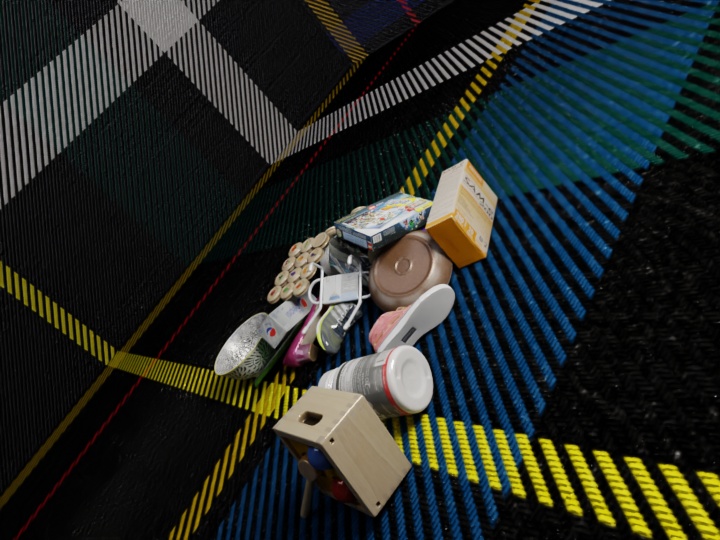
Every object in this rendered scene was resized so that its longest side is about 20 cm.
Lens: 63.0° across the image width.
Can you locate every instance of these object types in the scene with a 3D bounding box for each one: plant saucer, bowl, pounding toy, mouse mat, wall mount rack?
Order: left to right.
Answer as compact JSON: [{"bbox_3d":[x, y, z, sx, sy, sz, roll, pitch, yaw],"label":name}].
[{"bbox_3d":[-0.285,0.219,1.558,0.200,0.094,0.202,-36,26,20],"label":"bowl"},{"bbox_3d":[-0.204,0.209,1.463,0.201,0.007,0.161,-54,-3,-17],"label":"mouse mat"},{"bbox_3d":[-0.049,0.309,0.953,0.142,0.185,0.199,-44,20,-30],"label":"pounding toy"},{"bbox_3d":[-0.061,0.061,1.343,0.198,0.074,0.176,-10,69,32],"label":"wall mount rack"},{"bbox_3d":[0.097,-0.003,1.257,0.198,0.037,0.203,-14,60,25],"label":"plant saucer"}]

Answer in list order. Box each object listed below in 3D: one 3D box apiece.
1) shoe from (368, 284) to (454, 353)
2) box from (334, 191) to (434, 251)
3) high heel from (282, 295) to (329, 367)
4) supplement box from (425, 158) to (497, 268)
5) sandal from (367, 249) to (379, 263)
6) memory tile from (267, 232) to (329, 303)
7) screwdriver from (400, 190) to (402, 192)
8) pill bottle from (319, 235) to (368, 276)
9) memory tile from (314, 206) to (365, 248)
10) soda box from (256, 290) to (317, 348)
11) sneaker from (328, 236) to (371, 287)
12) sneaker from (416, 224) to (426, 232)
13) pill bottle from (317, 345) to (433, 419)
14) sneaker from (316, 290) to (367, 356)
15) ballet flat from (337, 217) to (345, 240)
[{"bbox_3d":[0.096,0.093,1.168,0.200,0.071,0.091,-48,29,5],"label":"shoe"},{"bbox_3d":[0.059,-0.114,1.317,0.199,0.038,0.136,-28,31,-29],"label":"box"},{"bbox_3d":[-0.134,0.149,1.464,0.095,0.067,0.202,-16,49,32],"label":"high heel"},{"bbox_3d":[0.219,-0.124,1.250,0.073,0.126,0.201,-25,31,39],"label":"supplement box"},{"bbox_3d":[0.110,-0.008,1.331,0.210,0.069,0.078,19,82,41],"label":"sandal"},{"bbox_3d":[-0.161,-0.007,1.514,0.152,0.017,0.202,-14,43,41],"label":"memory tile"},{"bbox_3d":[0.121,-0.186,1.623,0.028,0.029,0.201,-37,30,17],"label":"screwdriver"},{"bbox_3d":[-0.007,-0.056,1.518,0.199,0.120,0.120,-28,29,35],"label":"pill bottle"},{"bbox_3d":[-0.023,-0.104,1.599,0.199,0.152,0.017,-34,63,30],"label":"memory tile"},{"bbox_3d":[-0.178,0.117,1.483,0.068,0.063,0.200,-52,-4,26],"label":"soda box"},{"bbox_3d":[0.000,0.000,1.422,0.077,0.087,0.199,-26,53,-39],"label":"sneaker"},{"bbox_3d":[0.145,-0.080,1.386,0.099,0.069,0.201,-44,20,22],"label":"sneaker"},{"bbox_3d":[0.021,0.210,1.050,0.199,0.114,0.115,-23,31,41],"label":"pill bottle"},{"bbox_3d":[-0.042,0.111,1.369,0.080,0.074,0.201,-22,34,36],"label":"sneaker"},{"bbox_3d":[0.030,-0.100,1.381,0.197,0.066,0.058,2,79,24],"label":"ballet flat"}]
